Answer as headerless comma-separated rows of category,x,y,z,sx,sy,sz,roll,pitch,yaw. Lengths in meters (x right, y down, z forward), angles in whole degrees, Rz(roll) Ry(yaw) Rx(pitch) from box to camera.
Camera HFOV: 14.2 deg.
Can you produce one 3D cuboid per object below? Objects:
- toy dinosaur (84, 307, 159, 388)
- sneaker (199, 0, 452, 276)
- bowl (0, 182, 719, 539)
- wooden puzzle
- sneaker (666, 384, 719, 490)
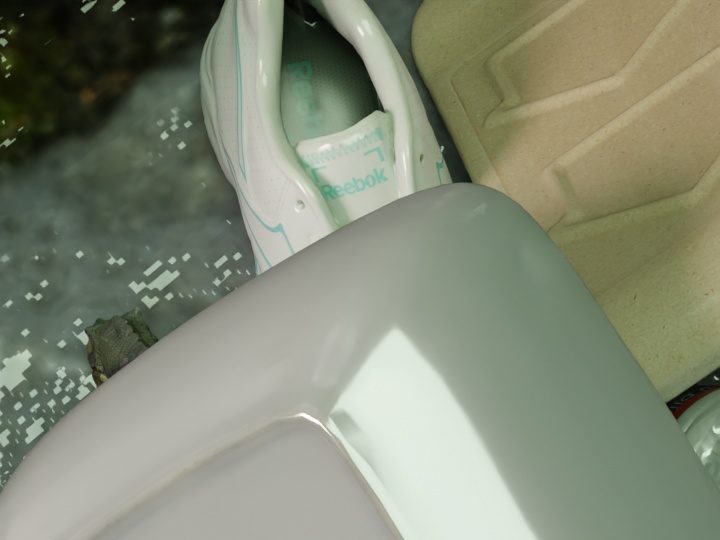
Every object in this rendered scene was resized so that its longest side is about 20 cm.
toy dinosaur,-0.010,0.072,0.784,0.199,0.047,0.089,17,116,33
sneaker,0.000,0.000,0.816,0.070,0.080,0.201,-19,76,-9
bowl,-0.002,0.102,0.721,0.199,0.075,0.201,-33,87,35
wooden puzzle,0.116,-0.061,0.791,0.185,0.046,0.200,-35,34,8
sneaker,0.087,0.126,0.792,0.077,0.082,0.201,7,93,-26
